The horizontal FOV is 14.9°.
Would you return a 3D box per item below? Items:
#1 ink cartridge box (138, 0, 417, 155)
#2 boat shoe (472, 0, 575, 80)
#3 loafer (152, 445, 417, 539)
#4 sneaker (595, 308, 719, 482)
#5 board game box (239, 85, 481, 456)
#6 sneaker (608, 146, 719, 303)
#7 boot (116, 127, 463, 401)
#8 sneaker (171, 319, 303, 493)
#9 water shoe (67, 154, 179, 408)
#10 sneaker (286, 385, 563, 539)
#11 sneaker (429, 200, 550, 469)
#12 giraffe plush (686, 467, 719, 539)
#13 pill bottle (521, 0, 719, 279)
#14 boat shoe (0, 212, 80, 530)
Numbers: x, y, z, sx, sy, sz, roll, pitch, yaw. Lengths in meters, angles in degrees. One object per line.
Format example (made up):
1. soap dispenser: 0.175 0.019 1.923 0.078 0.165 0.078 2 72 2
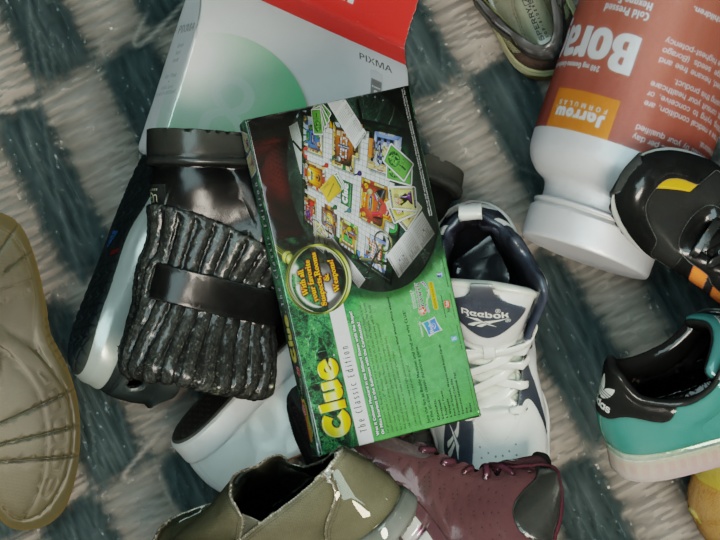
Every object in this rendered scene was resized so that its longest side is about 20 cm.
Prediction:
1. ink cartridge box: -0.036 -0.139 1.729 0.160 0.050 0.201 22 82 -26
2. boat shoe: 0.083 -0.218 1.764 0.073 0.065 0.201 -33 79 -1
3. loafer: -0.055 0.140 1.617 0.070 0.199 0.075 54 42 -19
4. sneaker: 0.233 0.058 1.601 0.199 0.080 0.072 -19 36 -3
5. board game box: 0.000 0.000 1.618 0.104 0.023 0.201 -12 91 -17
6. sneaker: 0.237 -0.005 1.656 0.200 0.090 0.070 38 89 -33
7. boot: -0.042 0.000 1.659 0.210 0.079 0.159 4 87 -16
8. sneaker: -0.023 0.067 1.730 0.200 0.073 0.085 -44 107 -8
9. water shoe: -0.118 -0.011 1.750 0.079 0.071 0.201 27 80 -20
10. sneaker: 0.051 0.126 1.661 0.115 0.076 0.200 -35 73 -19
11. sneaker: 0.077 0.049 1.686 0.079 0.130 0.201 0 80 4
12. giraffe plush: 0.261 0.134 1.661 0.162 0.172 0.201 32 94 29
13. pill bottle: 0.171 -0.103 1.713 0.112 0.112 0.201 19 85 6
14. boat shoe: -0.225 0.061 1.735 0.071 0.066 0.202 -13 99 -20
